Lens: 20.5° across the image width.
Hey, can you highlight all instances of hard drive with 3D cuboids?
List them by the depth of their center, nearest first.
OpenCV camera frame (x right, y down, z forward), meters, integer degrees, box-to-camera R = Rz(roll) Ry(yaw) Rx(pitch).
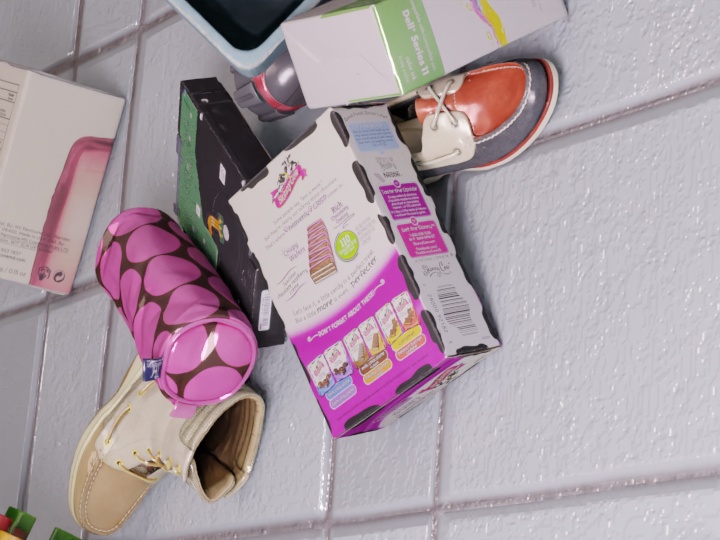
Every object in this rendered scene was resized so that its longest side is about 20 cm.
[{"bbox_3d":[-0.103,-0.049,1.614,0.200,0.038,0.140,-125,34,-48],"label":"hard drive"}]

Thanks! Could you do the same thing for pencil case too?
[{"bbox_3d":[-0.155,0.031,1.603,0.200,0.091,0.094,55,132,54],"label":"pencil case"}]

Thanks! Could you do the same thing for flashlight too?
[{"bbox_3d":[-0.020,-0.172,1.564,0.200,0.068,0.068,-15,105,49],"label":"flashlight"}]

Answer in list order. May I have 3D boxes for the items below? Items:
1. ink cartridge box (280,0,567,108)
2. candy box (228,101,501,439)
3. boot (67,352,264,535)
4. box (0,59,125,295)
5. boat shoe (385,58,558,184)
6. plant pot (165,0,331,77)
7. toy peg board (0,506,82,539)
[{"bbox_3d":[0.059,-0.181,1.393,0.117,0.200,0.067,-1,113,55],"label":"ink cartridge box"},{"bbox_3d":[0.000,0.000,1.418,0.136,0.061,0.200,-38,70,41],"label":"candy box"},{"bbox_3d":[-0.159,0.155,1.626,0.200,0.072,0.155,-60,36,8],"label":"boot"},{"bbox_3d":[-0.323,-0.092,1.921,0.128,0.109,0.200,21,95,56],"label":"box"},{"bbox_3d":[0.059,-0.107,1.428,0.200,0.063,0.071,-20,60,49],"label":"boat shoe"},{"bbox_3d":[-0.085,-0.264,1.501,0.196,0.196,0.200,-46,-2,-5],"label":"plant pot"},{"bbox_3d":[-0.251,0.260,1.626,0.199,0.200,0.098,7,69,56],"label":"toy peg board"}]
